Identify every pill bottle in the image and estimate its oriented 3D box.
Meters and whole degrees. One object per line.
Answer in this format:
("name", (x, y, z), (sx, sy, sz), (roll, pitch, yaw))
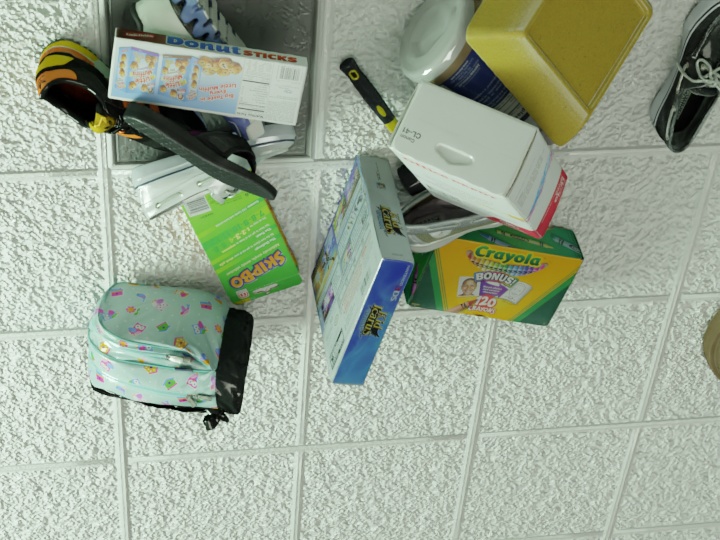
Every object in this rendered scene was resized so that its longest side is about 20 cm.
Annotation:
("pill bottle", (0.148, -0.216, 1.633), (0.199, 0.112, 0.111), (27, 122, -31))

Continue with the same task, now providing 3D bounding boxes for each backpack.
("backpack", (-0.234, 0.093, 1.824), (0.198, 0.167, 0.128), (9, 121, -2))

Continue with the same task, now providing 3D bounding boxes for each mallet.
("mallet", (0.029, -0.162, 1.713), (0.066, 0.041, 0.200), (-37, 125, 17))

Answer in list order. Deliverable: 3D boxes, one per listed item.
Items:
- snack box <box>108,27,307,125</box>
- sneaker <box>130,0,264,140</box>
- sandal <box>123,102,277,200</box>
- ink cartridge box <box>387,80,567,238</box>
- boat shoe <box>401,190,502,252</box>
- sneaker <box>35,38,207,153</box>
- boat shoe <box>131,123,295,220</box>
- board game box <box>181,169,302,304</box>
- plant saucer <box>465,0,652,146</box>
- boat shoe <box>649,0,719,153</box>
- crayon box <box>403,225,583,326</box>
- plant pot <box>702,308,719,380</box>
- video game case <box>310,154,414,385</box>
("snack box", (-0.158, -0.199, 1.544), (0.198, 0.024, 0.072), (8, 126, -10))
("sneaker", (-0.186, -0.222, 1.590), (0.114, 0.081, 0.200), (-21, 126, 13))
("sandal", (-0.158, -0.133, 1.586), (0.200, 0.075, 0.048), (32, 79, -35))
("ink cartridge box", (0.131, -0.115, 1.615), (0.086, 0.147, 0.200), (-64, 161, -5))
("boat shoe", (0.133, -0.087, 1.755), (0.200, 0.075, 0.065), (-24, 161, 1))
("sneaker", (-0.258, -0.165, 1.596), (0.199, 0.090, 0.070), (28, 123, -20))
("boat shoe", (-0.159, -0.109, 1.685), (0.198, 0.067, 0.073), (-17, 177, 17))
("board game box", (-0.143, -0.043, 1.790), (0.095, 0.030, 0.201), (-18, 131, 6))
("plant saucer", (0.225, -0.262, 1.573), (0.200, 0.048, 0.201), (42, 75, -38))
("boat shoe", (0.390, -0.224, 1.705), (0.073, 0.068, 0.200), (10, 129, -21))
("crayon box", (0.163, -0.004, 1.868), (0.198, 0.059, 0.119), (9, 130, -19))
("plant pot", (0.575, 0.111, 2.036), (0.198, 0.093, 0.202), (-6, 134, -6))
("video game case", (0.000, 0.000, 1.753), (0.045, 0.182, 0.201), (7, 131, -19))
